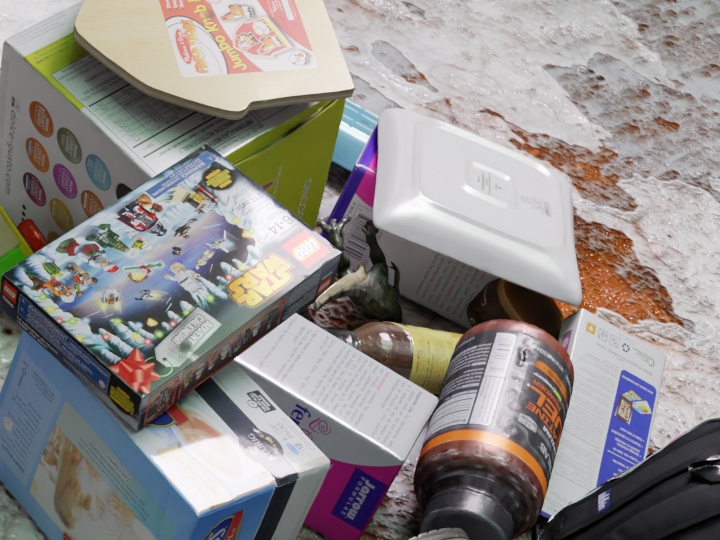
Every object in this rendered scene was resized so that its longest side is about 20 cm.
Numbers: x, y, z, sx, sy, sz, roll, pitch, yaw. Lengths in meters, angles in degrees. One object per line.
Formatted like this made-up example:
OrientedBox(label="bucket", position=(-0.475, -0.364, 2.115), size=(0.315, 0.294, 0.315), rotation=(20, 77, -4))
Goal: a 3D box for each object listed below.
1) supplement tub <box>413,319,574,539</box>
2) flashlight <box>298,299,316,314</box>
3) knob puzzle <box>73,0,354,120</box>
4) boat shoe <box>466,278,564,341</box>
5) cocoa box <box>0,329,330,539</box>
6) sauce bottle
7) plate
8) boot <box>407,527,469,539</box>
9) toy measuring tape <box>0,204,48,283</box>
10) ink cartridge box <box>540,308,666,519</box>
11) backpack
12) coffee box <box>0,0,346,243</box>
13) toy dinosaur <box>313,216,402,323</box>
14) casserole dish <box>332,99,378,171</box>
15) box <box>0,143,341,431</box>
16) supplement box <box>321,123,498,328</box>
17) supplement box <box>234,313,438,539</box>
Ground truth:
OrientedBox(label="supplement tub", position=(0.103, 0.141, 1.578), size=(0.106, 0.107, 0.201), rotation=(25, 45, -4))
OrientedBox(label="flashlight", position=(-0.085, -0.051, 1.765), size=(0.067, 0.068, 0.201), rotation=(-18, 50, -7))
OrientedBox(label="knob puzzle", position=(-0.122, -0.184, 1.526), size=(0.217, 0.031, 0.221), rotation=(7, 50, -8))
OrientedBox(label="boat shoe", position=(0.170, 0.094, 1.752), size=(0.070, 0.070, 0.201), rotation=(-27, 81, -47))
OrientedBox(label="cocoa box", position=(-0.147, 0.131, 1.381), size=(0.131, 0.134, 0.200), rotation=(-15, 51, -46))
OrientedBox(label="sauce bottle", position=(0.036, 0.077, 1.679), size=(0.199, 0.065, 0.065), rotation=(11, 34, -29))
OrientedBox(label="plate", position=(0.108, -0.067, 1.756), size=(0.199, 0.032, 0.200), rotation=(22, 31, -11))
OrientedBox(label="boot", position=(0.039, 0.270, 1.404), size=(0.199, 0.068, 0.131), rotation=(-23, 61, -44))
OrientedBox(label="toy measuring tape", position=(-0.294, -0.038, 1.548), size=(0.201, 0.073, 0.074), rotation=(56, 32, -4))
OrientedBox(label="ink cartridge box", position=(0.198, 0.139, 1.682), size=(0.094, 0.037, 0.201), rotation=(28, 55, -18))
OrientedBox(label="backpack", position=(0.249, 0.216, 1.512), size=(0.150, 0.200, 0.178), rotation=(40, 25, -19))
OrientedBox(label="coffee box", position=(-0.155, -0.096, 1.598), size=(0.198, 0.201, 0.199), rotation=(41, 53, 22))
OrientedBox(label="toy dinosaur", position=(0.000, 0.000, 1.687), size=(0.200, 0.047, 0.089), rotation=(19, 61, -69))
OrientedBox(label="casserole dish", position=(-0.011, -0.136, 1.964), size=(0.199, 0.039, 0.121), rotation=(30, 18, 0))
OrientedBox(label="box", position=(-0.128, 0.006, 1.364), size=(0.137, 0.040, 0.200), rotation=(38, 51, 18))
OrientedBox(label="supplement box", position=(0.075, -0.034, 1.825), size=(0.199, 0.102, 0.104), rotation=(28, 31, -1))
OrientedBox(label="supplement box", position=(-0.056, 0.106, 1.524), size=(0.199, 0.102, 0.103), rotation=(29, 30, 3))
